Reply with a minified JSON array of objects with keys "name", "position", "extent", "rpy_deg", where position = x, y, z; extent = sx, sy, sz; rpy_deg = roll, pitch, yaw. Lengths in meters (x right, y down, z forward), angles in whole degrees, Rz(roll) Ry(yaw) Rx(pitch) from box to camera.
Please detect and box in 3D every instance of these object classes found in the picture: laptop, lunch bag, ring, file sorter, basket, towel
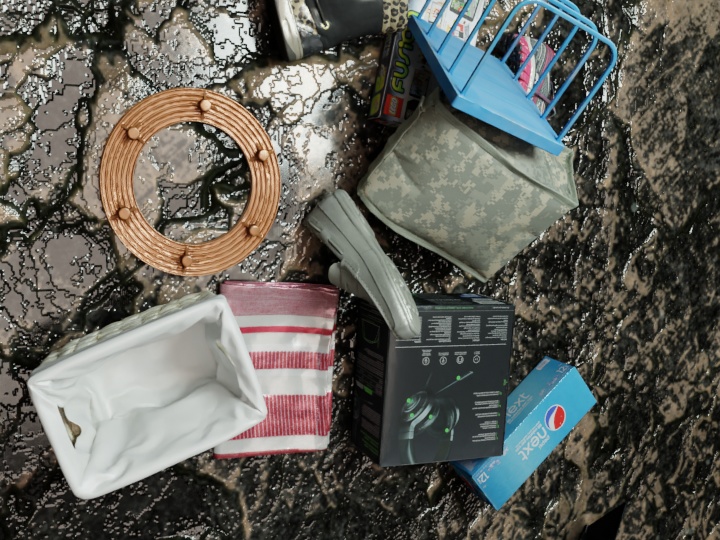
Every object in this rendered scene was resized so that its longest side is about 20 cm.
[{"name":"laptop","position":[0.334,0.445,1.054],"extent":[0.200,0.115,0.188],"rpy_deg":[46,57,-22]},{"name":"lunch bag","position":[0.114,-0.105,0.883],"extent":[0.198,0.164,0.119],"rpy_deg":[28,44,-19]},{"name":"ring","position":[-0.179,-0.094,0.848],"extent":[0.197,0.019,0.204],"rpy_deg":[-3,98,-24]},{"name":"file sorter","position":[0.154,-0.242,0.819],"extent":[0.137,0.201,0.123],"rpy_deg":[18,123,-25]},{"name":"basket","position":[-0.212,0.113,0.793],"extent":[0.197,0.123,0.138],"rpy_deg":[-22,104,-14]},{"name":"towel","position":[-0.097,0.115,0.908],"extent":[0.142,0.023,0.204],"rpy_deg":[2,96,-23]}]

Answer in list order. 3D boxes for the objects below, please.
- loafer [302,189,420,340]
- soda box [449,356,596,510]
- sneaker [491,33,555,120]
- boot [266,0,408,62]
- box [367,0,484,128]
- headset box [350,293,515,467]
[{"name":"loafer","position":[0.000,0.000,0.864],"extent":[0.069,0.201,0.070],"rpy_deg":[-35,147,6]},{"name":"soda box","position":[0.213,0.210,1.031],"extent":[0.200,0.064,0.068],"rpy_deg":[-43,111,-13]},{"name":"sneaker","position":[0.204,-0.185,0.972],"extent":[0.074,0.080,0.204],"rpy_deg":[1,98,-30]},{"name":"boot","position":[-0.031,-0.337,0.840],"extent":[0.148,0.073,0.204],"rpy_deg":[-12,105,-11]},{"name":"box","position":[0.082,-0.266,0.932],"extent":[0.108,0.035,0.204],"rpy_deg":[12,92,-24]},{"name":"headset box","position":[0.086,0.134,0.951],"extent":[0.171,0.093,0.204],"rpy_deg":[0,97,-24]}]
